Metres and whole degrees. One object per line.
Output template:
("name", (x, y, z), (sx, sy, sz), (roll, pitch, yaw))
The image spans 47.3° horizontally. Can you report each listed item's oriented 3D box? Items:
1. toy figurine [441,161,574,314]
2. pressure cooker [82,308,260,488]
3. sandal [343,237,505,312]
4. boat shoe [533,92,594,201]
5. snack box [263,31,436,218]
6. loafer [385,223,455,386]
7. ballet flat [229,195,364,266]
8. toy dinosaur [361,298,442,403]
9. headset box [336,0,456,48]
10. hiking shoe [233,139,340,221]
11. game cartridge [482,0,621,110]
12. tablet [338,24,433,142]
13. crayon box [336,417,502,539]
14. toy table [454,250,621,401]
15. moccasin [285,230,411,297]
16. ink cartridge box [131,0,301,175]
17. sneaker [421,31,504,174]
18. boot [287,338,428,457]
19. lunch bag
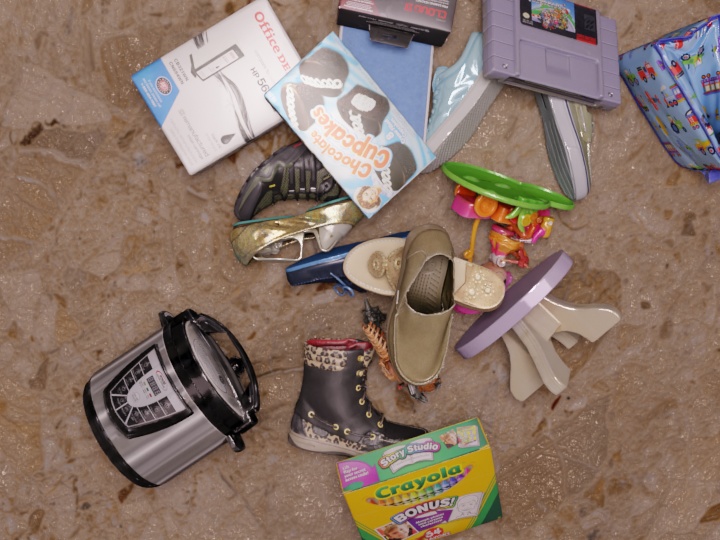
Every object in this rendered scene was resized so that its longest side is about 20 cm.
("toy figurine", (0.171, -0.028, 1.105), (0.198, 0.150, 0.186), (7, 112, -28))
("pressure cooker", (-0.234, 0.158, 1.066), (0.199, 0.179, 0.177), (-32, 121, 1))
("sandal", (0.076, -0.003, 1.014), (0.209, 0.070, 0.078), (14, 77, 12))
("boat shoe", (0.282, -0.196, 1.099), (0.061, 0.072, 0.202), (-16, 97, -6))
("snack box", (-0.013, -0.178, 1.022), (0.116, 0.037, 0.200), (-42, 100, 0))
("loafer", (0.071, 0.049, 0.962), (0.075, 0.068, 0.202), (0, 108, -5))
("ballet flat", (-0.072, -0.049, 1.088), (0.198, 0.071, 0.072), (-14, 98, -4))
("toy dinosaur", (0.059, 0.100, 1.078), (0.101, 0.200, 0.137), (-11, 63, 1))
("headset box", (0.055, -0.386, 1.050), (0.147, 0.075, 0.202), (11, 89, -4))
("hiking shoe", (-0.076, -0.119, 1.086), (0.200, 0.076, 0.101), (-41, 94, 2))
("game cartridge", (0.247, -0.289, 1.055), (0.198, 0.038, 0.131), (8, 78, -22))
("tablet", (0.028, -0.235, 1.077), (0.129, 0.014, 0.202), (7, 78, -7))
("crayon box", (0.084, 0.299, 1.113), (0.198, 0.059, 0.174), (-18, 133, -1))
("toy table", (0.234, 0.079, 1.087), (0.117, 0.184, 0.200), (44, 130, 0))
("moccasin", (0.000, 0.000, 1.104), (0.198, 0.081, 0.069), (-12, 102, 0))
("ink cartridge box", (-0.168, -0.236, 1.062), (0.199, 0.084, 0.147), (-31, 98, 1))
("sneaker", (0.122, -0.226, 1.097), (0.082, 0.074, 0.201), (40, 99, 22))
("boot", (0.003, 0.176, 1.129), (0.198, 0.073, 0.152), (6, 100, 3))
("lunch bag", (0.423, -0.206, 1.063), (0.093, 0.151, 0.202), (-23, 98, 0))
